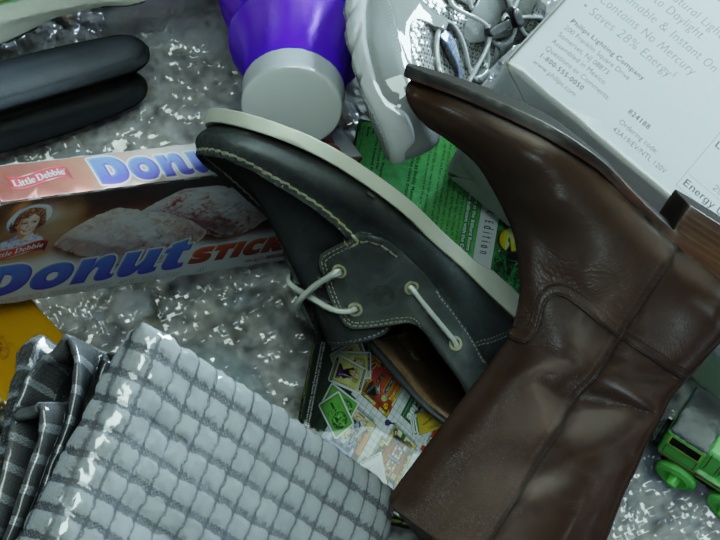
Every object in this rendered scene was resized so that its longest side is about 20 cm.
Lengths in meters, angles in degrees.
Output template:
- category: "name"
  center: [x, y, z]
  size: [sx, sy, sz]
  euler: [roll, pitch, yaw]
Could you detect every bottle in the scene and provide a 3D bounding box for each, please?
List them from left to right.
- category: "bottle"
  center: [-0.028, -0.141, 1.100]
  size: [0.083, 0.065, 0.200]
  euler: [15, 41, -10]

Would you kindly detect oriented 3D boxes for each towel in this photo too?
- category: "towel"
  center: [-0.085, 0.130, 0.948]
  size: [0.085, 0.200, 0.166]
  euler: [7, 69, 42]

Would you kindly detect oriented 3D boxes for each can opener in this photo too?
- category: "can opener"
  center: [-0.195, -0.075, 1.094]
  size: [0.200, 0.063, 0.079]
  euler: [-18, 69, -13]

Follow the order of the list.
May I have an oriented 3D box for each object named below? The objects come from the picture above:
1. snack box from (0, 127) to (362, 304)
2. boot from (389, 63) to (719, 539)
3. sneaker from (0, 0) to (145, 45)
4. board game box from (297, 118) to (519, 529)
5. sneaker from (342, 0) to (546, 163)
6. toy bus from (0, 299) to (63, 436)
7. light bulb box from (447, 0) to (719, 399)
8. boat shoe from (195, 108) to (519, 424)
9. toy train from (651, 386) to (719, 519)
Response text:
- category: "snack box"
  center: [-0.094, -0.025, 1.034]
  size: [0.200, 0.072, 0.024]
  euler: [-10, 54, -39]
- category: "boot"
  center: [0.055, 0.034, 0.981]
  size: [0.186, 0.064, 0.200]
  euler: [31, 100, 1]
- category: "sneaker"
  center: [-0.142, -0.174, 1.090]
  size: [0.200, 0.089, 0.077]
  euler: [-20, 41, 9]
- category: "board game box"
  center: [0.031, 0.027, 1.096]
  size: [0.105, 0.023, 0.200]
  euler: [12, 66, 0]
- category: "sneaker"
  center: [0.049, -0.127, 1.061]
  size: [0.082, 0.075, 0.200]
  euler: [-5, 39, 23]
- category: "toy bus"
  center: [-0.172, 0.052, 1.028]
  size: [0.200, 0.078, 0.065]
  euler: [46, 47, 13]
- category: "light bulb box"
  center: [0.185, -0.076, 1.088]
  size: [0.198, 0.125, 0.200]
  euler: [41, 66, 5]
- category: "boat shoe"
  center: [0.000, 0.000, 1.017]
  size: [0.200, 0.072, 0.068]
  euler: [41, 72, -26]
- category: "toy train"
  center: [0.168, 0.086, 1.067]
  size: [0.200, 0.056, 0.042]
  euler: [32, 67, 8]
